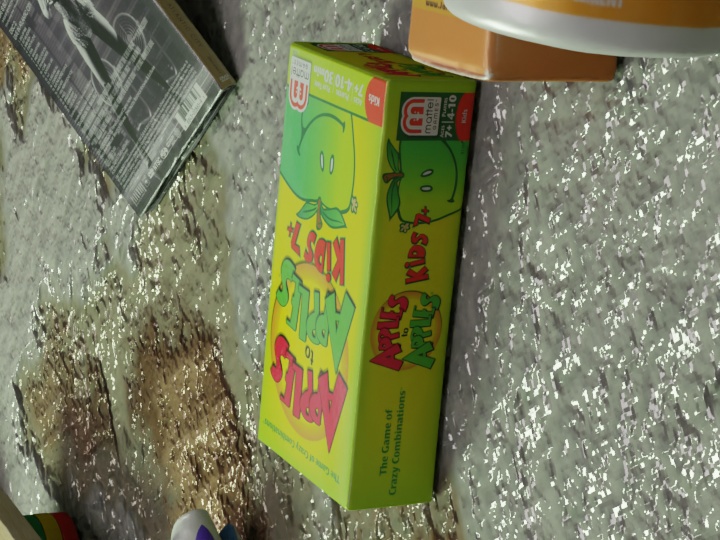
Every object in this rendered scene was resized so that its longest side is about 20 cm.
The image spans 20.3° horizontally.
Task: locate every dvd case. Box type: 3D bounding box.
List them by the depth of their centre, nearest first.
[{"bbox_3d":[-0.160,-0.147,1.192,0.200,0.016,0.149,53,143,9],"label":"dvd case"}]

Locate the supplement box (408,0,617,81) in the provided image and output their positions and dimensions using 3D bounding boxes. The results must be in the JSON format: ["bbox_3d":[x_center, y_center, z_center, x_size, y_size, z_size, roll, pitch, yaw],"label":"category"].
[{"bbox_3d":[0.069,-0.177,0.787,0.069,0.066,0.201,24,113,59],"label":"supplement box"}]

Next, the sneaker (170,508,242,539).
[{"bbox_3d":[-0.078,0.201,1.074,0.200,0.080,0.147,157,104,-66],"label":"sneaker"}]

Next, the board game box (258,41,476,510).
[{"bbox_3d":[0.000,0.000,0.948,0.102,0.047,0.201,29,117,58],"label":"board game box"}]

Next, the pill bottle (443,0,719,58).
[{"bbox_3d":[0.094,-0.182,0.690,0.112,0.112,0.201,34,122,57],"label":"pill bottle"}]

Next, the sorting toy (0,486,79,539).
[{"bbox_3d":[-0.213,0.261,1.346,0.200,0.069,0.200,34,121,57],"label":"sorting toy"}]
